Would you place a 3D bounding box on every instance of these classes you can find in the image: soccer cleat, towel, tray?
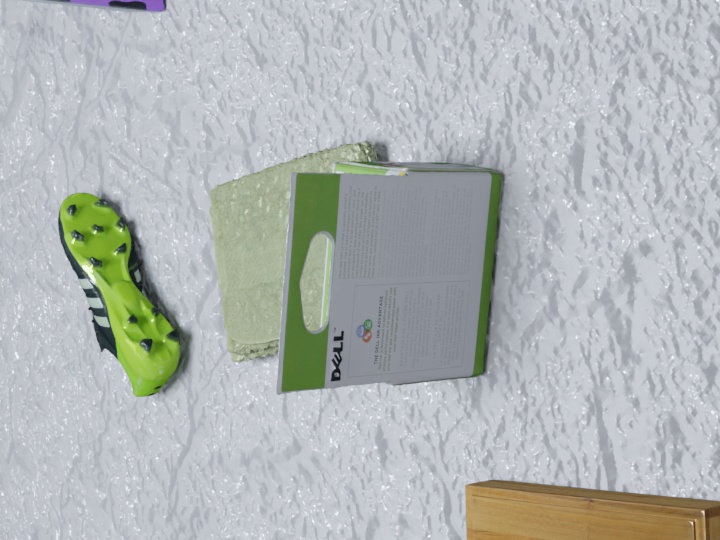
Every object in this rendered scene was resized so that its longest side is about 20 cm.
[{"bbox_3d":[-0.222,0.021,1.443,0.201,0.067,0.081,60,142,25],"label":"soccer cleat"},{"bbox_3d":[-0.048,-0.015,1.280,0.199,0.036,0.150,-18,78,46],"label":"towel"},{"bbox_3d":[0.154,0.197,1.080,0.199,0.037,0.100,-1,91,45],"label":"tray"}]

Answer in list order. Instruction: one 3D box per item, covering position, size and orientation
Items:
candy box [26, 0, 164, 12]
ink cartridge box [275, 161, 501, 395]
[{"bbox_3d":[-0.244,-0.325,1.374,0.071,0.167,0.202,11,99,43],"label":"candy box"},{"bbox_3d":[0.000,0.000,1.113,0.075,0.199,0.149,12,100,45],"label":"ink cartridge box"}]
